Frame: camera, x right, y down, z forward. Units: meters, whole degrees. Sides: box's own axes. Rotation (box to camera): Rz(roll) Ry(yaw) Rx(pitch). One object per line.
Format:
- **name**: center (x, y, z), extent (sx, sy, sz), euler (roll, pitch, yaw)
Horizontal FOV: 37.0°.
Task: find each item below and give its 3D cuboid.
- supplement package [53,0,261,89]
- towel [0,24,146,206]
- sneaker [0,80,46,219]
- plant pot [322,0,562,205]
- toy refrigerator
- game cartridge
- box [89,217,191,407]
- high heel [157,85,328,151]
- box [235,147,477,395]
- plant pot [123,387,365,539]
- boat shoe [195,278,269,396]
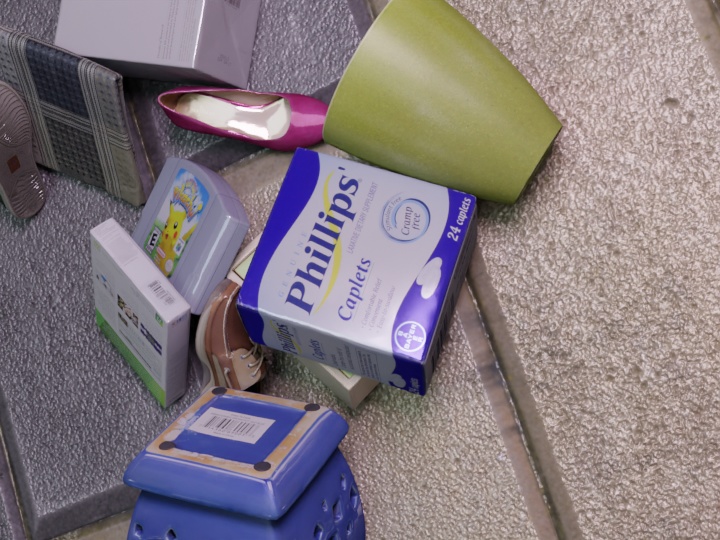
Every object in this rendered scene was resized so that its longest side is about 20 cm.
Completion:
- **supplement package**: center (-0.234, -0.288, 1.247), extent (0.198, 0.121, 0.121), euler (10, 91, 23)
- **towel**: center (-0.340, -0.183, 1.279), extent (0.191, 0.035, 0.201), euler (23, 141, 20)
- **sneaker**: center (-0.458, -0.159, 1.319), extent (0.106, 0.075, 0.201), euler (30, 142, 25)
- **plant pot**: center (0.094, -0.156, 1.082), extent (0.199, 0.187, 0.188), euler (33, 101, 7)
- **toy refrigerator**: center (-0.056, 0.049, 1.168), extent (0.076, 0.070, 0.200), euler (-43, 69, -16)
- **game cartridge**: center (-0.195, -0.050, 1.217), extent (0.134, 0.040, 0.200), euler (-60, 38, 7)
- **box**: center (-0.249, 0.052, 1.218), extent (0.144, 0.036, 0.201), euler (47, 149, 19)
- **high heel**: center (-0.127, -0.178, 1.209), extent (0.198, 0.096, 0.068), euler (13, 93, 24)
- **box**: center (0.000, 0.000, 1.091), extent (0.198, 0.105, 0.185), euler (16, 70, 12)
- **plant pot**: center (-0.119, 0.236, 1.096), extent (0.198, 0.200, 0.182), euler (8, 115, 22)
- **boat shoe**: center (-0.134, 0.094, 1.183), extent (0.071, 0.076, 0.201), euler (17, 134, 15)
